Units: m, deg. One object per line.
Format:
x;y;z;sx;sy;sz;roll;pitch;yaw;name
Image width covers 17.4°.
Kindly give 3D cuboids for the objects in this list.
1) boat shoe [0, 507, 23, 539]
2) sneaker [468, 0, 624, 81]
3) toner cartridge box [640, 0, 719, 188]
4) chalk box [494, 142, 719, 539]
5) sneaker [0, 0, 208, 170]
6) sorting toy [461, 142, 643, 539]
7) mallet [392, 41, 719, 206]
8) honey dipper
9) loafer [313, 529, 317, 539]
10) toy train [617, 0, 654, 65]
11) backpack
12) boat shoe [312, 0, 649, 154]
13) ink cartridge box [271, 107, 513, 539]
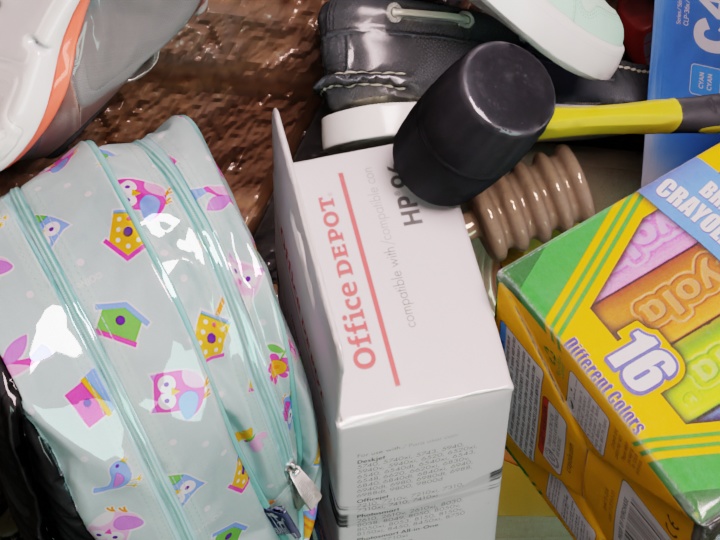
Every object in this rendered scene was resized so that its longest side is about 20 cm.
-0.125;0.122;0.988;0.062;0.072;0.200;14;120;-51;boat shoe
0.060;-0.158;0.839;0.118;0.074;0.200;-49;128;1;sneaker
0.154;-0.084;0.968;0.095;0.043;0.201;-39;137;-51;toner cartridge box
0.162;0.026;0.875;0.200;0.124;0.125;-29;152;-17;chalk box
-0.080;-0.116;0.798;0.200;0.077;0.082;-48;158;22;sneaker
0.106;0.039;1.056;0.199;0.036;0.186;4;100;-30;sorting toy
0.104;-0.053;0.877;0.199;0.041;0.066;-2;158;-34;mallet
0.000;0.000;0.979;0.199;0.038;0.038;-22;142;-3;honey dipper
-0.001;0.146;1.052;0.200;0.072;0.063;29;152;-18;loafer
0.133;-0.109;1.023;0.046;0.034;0.200;-26;143;-3;toy train
-0.085;0.038;0.848;0.126;0.167;0.200;-31;147;-12;backpack
0.060;-0.082;0.952;0.200;0.075;0.061;-5;87;-52;boat shoe
0.010;0.033;0.894;0.068;0.116;0.200;-11;148;-7;ink cartridge box
